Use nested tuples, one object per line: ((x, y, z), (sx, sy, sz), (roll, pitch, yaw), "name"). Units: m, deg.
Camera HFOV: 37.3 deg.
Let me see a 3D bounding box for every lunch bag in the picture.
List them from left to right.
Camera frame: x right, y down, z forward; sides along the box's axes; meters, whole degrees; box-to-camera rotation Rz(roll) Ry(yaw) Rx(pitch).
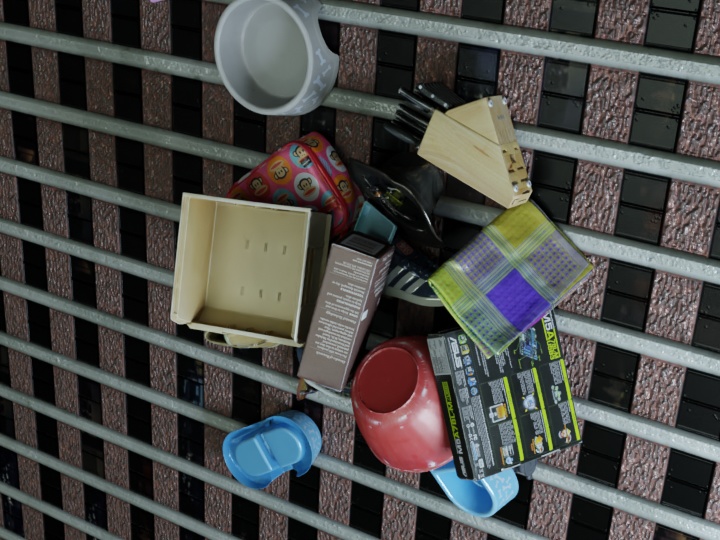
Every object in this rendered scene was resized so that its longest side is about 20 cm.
((-0.093, -0.095, 1.619), (0.200, 0.082, 0.176), (-31, 94, 38), "lunch bag")

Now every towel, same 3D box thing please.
((0.200, 0.005, 1.418), (0.144, 0.200, 0.023), (51, 162, 4), "towel")

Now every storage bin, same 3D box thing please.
((-0.158, -0.001, 1.540), (0.199, 0.094, 0.199), (8, 94, 19), "storage bin")

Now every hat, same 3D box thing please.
((0.070, -0.115, 1.482), (0.201, 0.201, 0.081), (43, 82, 11), "hat")

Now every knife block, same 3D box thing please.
((0.122, -0.166, 1.450), (0.175, 0.064, 0.201), (-16, 92, 34), "knife block")

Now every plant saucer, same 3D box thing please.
((0.000, 0.000, 1.557), (0.070, 0.019, 0.201), (42, 124, 35), "plant saucer")

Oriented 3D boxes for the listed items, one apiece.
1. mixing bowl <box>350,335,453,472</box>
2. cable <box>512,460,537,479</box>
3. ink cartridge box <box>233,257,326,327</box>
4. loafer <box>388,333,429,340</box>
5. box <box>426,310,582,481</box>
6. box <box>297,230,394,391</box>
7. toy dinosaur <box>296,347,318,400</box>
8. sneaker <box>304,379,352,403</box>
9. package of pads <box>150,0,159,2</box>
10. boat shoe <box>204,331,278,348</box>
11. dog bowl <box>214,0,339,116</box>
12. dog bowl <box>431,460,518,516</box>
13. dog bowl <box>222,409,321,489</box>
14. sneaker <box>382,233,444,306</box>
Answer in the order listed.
((0.061, 0.168, 1.480), (0.200, 0.108, 0.201), (-15, 59, 26), "mixing bowl")
((0.185, 0.217, 1.562), (0.163, 0.051, 0.200), (21, 140, 37), "cable")
((-0.090, 0.037, 1.594), (0.199, 0.050, 0.109), (2, 94, 18), "ink cartridge box")
((0.128, 0.123, 1.582), (0.199, 0.063, 0.072), (9, 155, 31), "loafer")
((0.197, 0.162, 1.443), (0.047, 0.193, 0.201), (-12, 91, 58), "box")
((-0.020, 0.055, 1.486), (0.075, 0.100, 0.201), (20, 108, 10), "box")
((-0.088, 0.104, 1.689), (0.200, 0.105, 0.182), (-26, 75, 47), "toy dinosaur")
((0.004, 0.184, 1.626), (0.199, 0.075, 0.087), (18, 149, -5), "sneaker")
((-0.268, -0.500, 1.569), (0.200, 0.076, 0.121), (-31, 94, 37), "package of pads")
((-0.185, 0.099, 1.716), (0.200, 0.076, 0.072), (-17, 90, 53), "boat shoe")
((-0.129, -0.320, 1.563), (0.199, 0.059, 0.201), (12, 114, 28), "dog bowl")
((0.146, 0.276, 1.557), (0.111, 0.050, 0.200), (-20, 109, 49), "dog bowl")
((-0.147, 0.302, 1.823), (0.200, 0.050, 0.112), (-26, 94, 37), "dog bowl")
((0.075, -0.006, 1.545), (0.199, 0.075, 0.085), (9, 117, 30), "sneaker")
